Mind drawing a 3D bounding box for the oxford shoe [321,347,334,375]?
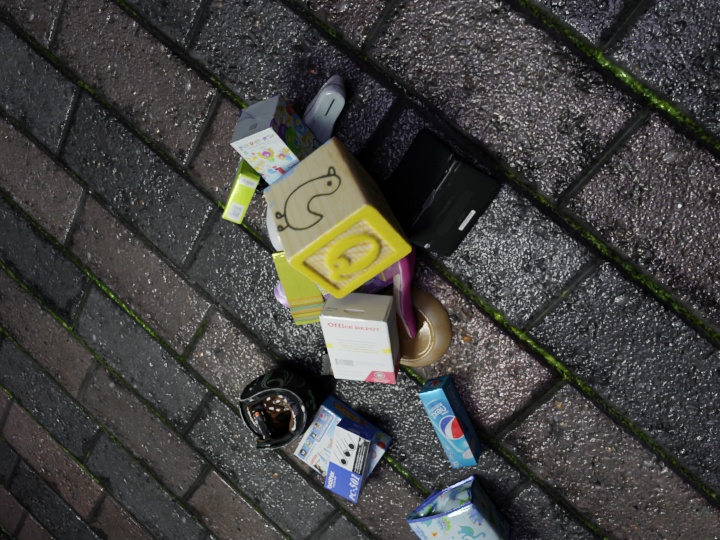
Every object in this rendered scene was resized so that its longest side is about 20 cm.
[{"bbox_3d":[-0.042,0.161,1.317,0.084,0.073,0.200,8,110,-3],"label":"oxford shoe"}]

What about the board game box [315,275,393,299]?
[{"bbox_3d":[0.000,0.000,1.202,0.200,0.032,0.120,-30,105,9],"label":"board game box"}]

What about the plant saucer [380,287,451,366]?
[{"bbox_3d":[0.107,0.136,1.249,0.200,0.035,0.200,8,110,22],"label":"plant saucer"}]

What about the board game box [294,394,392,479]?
[{"bbox_3d":[-0.048,0.457,1.420,0.196,0.056,0.200,33,118,10],"label":"board game box"}]

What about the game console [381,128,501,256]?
[{"bbox_3d":[0.157,-0.158,1.133,0.176,0.116,0.200,23,121,-18],"label":"game console"}]

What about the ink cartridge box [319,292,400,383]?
[{"bbox_3d":[0.006,0.146,1.183,0.145,0.083,0.200,4,132,15],"label":"ink cartridge box"}]

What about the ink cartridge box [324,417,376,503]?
[{"bbox_3d":[-0.027,0.472,1.357,0.094,0.044,0.200,19,115,20],"label":"ink cartridge box"}]

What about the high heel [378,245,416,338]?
[{"bbox_3d":[0.108,0.048,1.177,0.096,0.067,0.200,-28,115,-14],"label":"high heel"}]

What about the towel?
[{"bbox_3d":[-0.133,0.037,1.249,0.086,0.018,0.200,-9,120,9],"label":"towel"}]

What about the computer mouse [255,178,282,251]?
[{"bbox_3d":[-0.191,-0.125,1.288,0.110,0.044,0.200,-3,106,24],"label":"computer mouse"}]

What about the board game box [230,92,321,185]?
[{"bbox_3d":[-0.157,-0.247,1.137,0.105,0.103,0.200,-13,142,27],"label":"board game box"}]

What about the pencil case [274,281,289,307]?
[{"bbox_3d":[-0.123,0.005,1.286,0.085,0.084,0.200,28,124,-24],"label":"pencil case"}]

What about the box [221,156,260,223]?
[{"bbox_3d":[-0.255,-0.209,1.219,0.048,0.200,0.122,20,125,-17],"label":"box"}]

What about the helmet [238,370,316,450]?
[{"bbox_3d":[-0.211,0.346,1.380,0.200,0.191,0.200,0,91,-5],"label":"helmet"}]

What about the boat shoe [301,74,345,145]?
[{"bbox_3d":[-0.081,-0.326,1.158,0.073,0.067,0.200,24,143,-22],"label":"boat shoe"}]

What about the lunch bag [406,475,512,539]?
[{"bbox_3d":[0.236,0.619,1.308,0.200,0.127,0.170,-37,91,20],"label":"lunch bag"}]

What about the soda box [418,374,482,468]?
[{"bbox_3d":[0.209,0.348,1.257,0.064,0.068,0.200,-22,98,29],"label":"soda box"}]

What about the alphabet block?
[{"bbox_3d":[-0.045,-0.099,1.081,0.195,0.196,0.200,-36,53,14],"label":"alphabet block"}]
